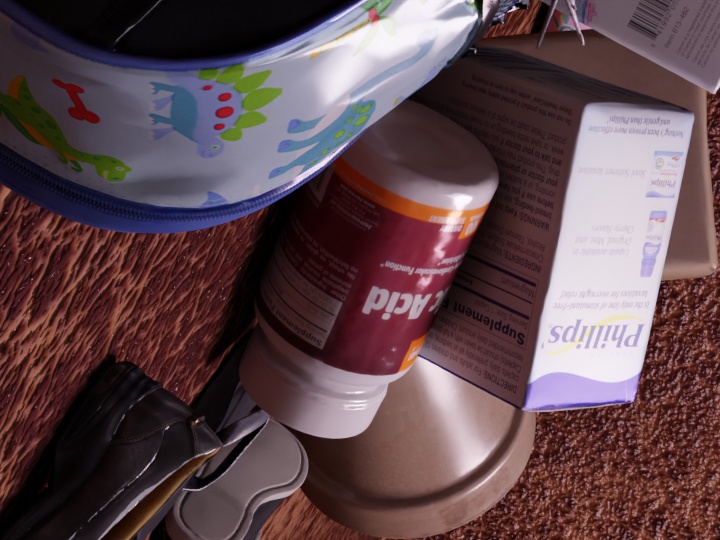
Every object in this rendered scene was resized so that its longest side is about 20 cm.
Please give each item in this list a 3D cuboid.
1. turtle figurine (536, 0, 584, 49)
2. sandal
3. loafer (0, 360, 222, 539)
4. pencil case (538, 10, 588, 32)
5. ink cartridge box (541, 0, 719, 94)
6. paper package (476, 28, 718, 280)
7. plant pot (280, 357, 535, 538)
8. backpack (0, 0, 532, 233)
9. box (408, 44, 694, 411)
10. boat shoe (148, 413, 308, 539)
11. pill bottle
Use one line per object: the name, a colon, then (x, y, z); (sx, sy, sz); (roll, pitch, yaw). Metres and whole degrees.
turtle figurine: (0.095, -0.216, 1.241); (0.150, 0.100, 0.201); (-76, 174, -64)
sandal: (-0.096, 0.115, 1.370); (0.200, 0.043, 0.076); (-52, 168, -47)
loafer: (-0.148, 0.148, 1.076); (0.201, 0.072, 0.073); (-59, 172, -6)
pencil case: (0.208, -0.228, 1.911); (0.088, 0.087, 0.201); (-52, 167, -44)
ink cartridge box: (0.181, -0.229, 1.363); (0.146, 0.199, 0.083); (-62, 174, 13)
paper package: (0.168, -0.084, 1.571); (0.103, 0.198, 0.192); (23, 64, -82)
plant pot: (0.025, 0.075, 1.558); (0.201, 0.199, 0.175); (-56, 153, -26)
backpack: (-0.039, -0.110, 0.522); (0.200, 0.183, 0.147); (-43, 168, -26)
box: (0.103, -0.032, 1.364); (0.104, 0.184, 0.201); (0, 107, -39)
boat shoe: (-0.094, 0.163, 1.443); (0.060, 0.074, 0.200); (-55, 180, 25)
pill bottle: (0.000, 0.000, 1.319); (0.201, 0.114, 0.114); (-66, 170, 28)
